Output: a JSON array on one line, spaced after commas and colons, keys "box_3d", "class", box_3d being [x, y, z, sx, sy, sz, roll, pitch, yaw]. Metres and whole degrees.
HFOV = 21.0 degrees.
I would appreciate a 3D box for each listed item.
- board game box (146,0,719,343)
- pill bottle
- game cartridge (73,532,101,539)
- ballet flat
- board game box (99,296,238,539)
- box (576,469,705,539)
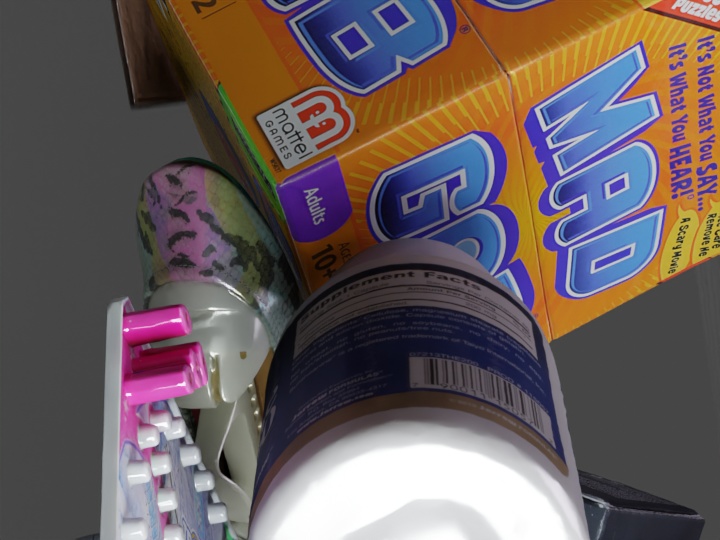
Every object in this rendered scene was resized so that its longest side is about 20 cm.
[{"box_3d": [0.030, -0.092, 0.864, 0.201, 0.199, 0.200, 59, -8, 33], "class": "board game box"}, {"box_3d": [0.019, 0.061, 0.688, 0.200, 0.110, 0.112, -88, 168, -69], "class": "pill bottle"}, {"box_3d": [-0.065, 0.187, 0.639, 0.134, 0.041, 0.201, -98, 175, -50], "class": "game cartridge"}, {"box_3d": [-0.055, 0.049, 0.820, 0.071, 0.069, 0.201, -64, 152, -43], "class": "ballet flat"}, {"box_3d": [-0.044, 0.142, 0.617, 0.201, 0.026, 0.201, 73, 10, -51], "class": "board game box"}, {"box_3d": [0.100, 0.219, 1.161, 0.196, 0.123, 0.202, 19, 88, -65], "class": "box"}]
